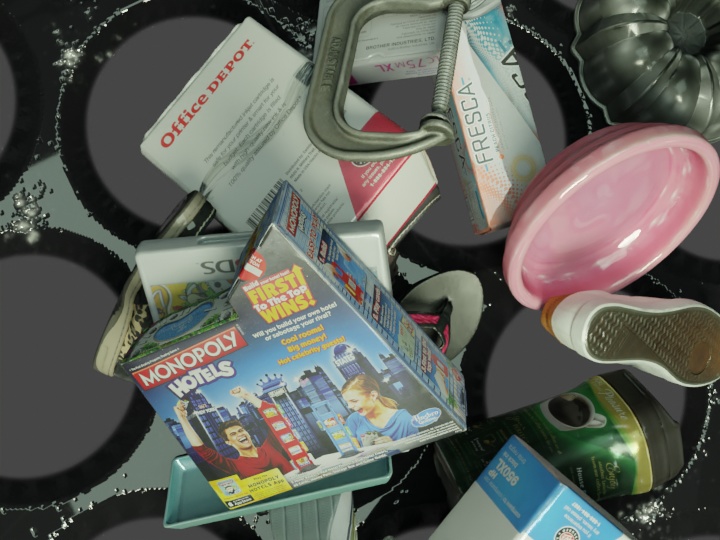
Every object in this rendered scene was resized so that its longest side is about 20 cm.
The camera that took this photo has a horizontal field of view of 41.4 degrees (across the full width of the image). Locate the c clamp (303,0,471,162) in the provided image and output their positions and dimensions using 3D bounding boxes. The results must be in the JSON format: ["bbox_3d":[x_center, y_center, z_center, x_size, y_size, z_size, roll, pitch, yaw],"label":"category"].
[{"bbox_3d":[0.044,-0.164,0.727,0.167,0.027,0.203,11,65,13],"label":"c clamp"}]

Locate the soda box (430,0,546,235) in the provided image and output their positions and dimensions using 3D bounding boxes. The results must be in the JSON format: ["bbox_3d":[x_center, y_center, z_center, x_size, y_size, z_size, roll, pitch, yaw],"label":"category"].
[{"bbox_3d":[0.111,-0.138,0.844,0.067,0.064,0.204,-15,88,-6],"label":"soda box"}]

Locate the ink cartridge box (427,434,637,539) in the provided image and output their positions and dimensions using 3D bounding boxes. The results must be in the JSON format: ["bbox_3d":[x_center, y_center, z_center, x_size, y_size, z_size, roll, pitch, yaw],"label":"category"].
[{"bbox_3d":[0.112,0.252,0.716,0.144,0.084,0.201,40,91,-26],"label":"ink cartridge box"}]

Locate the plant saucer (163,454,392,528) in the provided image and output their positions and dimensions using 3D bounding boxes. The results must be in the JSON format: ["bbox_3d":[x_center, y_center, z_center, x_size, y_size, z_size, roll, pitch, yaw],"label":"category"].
[{"bbox_3d":[-0.067,0.167,0.790,0.196,0.071,0.019,-15,130,10],"label":"plant saucer"}]

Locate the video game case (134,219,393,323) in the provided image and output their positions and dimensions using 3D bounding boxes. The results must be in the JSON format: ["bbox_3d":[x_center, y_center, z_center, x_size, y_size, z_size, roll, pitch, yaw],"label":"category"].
[{"bbox_3d":[-0.060,0.061,0.717,0.178,0.023,0.203,-5,122,7],"label":"video game case"}]

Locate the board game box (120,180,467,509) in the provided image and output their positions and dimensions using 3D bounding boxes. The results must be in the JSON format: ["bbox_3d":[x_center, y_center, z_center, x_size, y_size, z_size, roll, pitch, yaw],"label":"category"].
[{"bbox_3d":[-0.053,0.051,0.662,0.197,0.062,0.202,-21,118,16],"label":"board game box"}]

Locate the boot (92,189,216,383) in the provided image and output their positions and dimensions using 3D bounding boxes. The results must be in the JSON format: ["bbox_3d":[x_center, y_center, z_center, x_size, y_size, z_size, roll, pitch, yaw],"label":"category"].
[{"bbox_3d":[-0.121,0.045,0.772,0.149,0.074,0.201,31,122,-6],"label":"boot"}]

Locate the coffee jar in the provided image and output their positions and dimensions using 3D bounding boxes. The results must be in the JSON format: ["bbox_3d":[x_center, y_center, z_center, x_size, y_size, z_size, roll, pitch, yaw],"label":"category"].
[{"bbox_3d":[0.167,0.158,0.807,0.196,0.105,0.087,-19,116,-5],"label":"coffee jar"}]

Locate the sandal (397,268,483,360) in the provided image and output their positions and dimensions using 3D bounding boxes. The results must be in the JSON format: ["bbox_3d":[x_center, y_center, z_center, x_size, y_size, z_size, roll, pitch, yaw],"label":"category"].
[{"bbox_3d":[0.032,0.072,0.819,0.198,0.045,0.076,-34,103,-14],"label":"sandal"}]

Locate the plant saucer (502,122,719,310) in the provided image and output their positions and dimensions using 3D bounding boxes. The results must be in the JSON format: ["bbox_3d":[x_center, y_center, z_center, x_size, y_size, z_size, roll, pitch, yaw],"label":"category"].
[{"bbox_3d":[0.202,-0.049,0.797,0.197,0.202,0.051,-25,56,-7],"label":"plant saucer"}]

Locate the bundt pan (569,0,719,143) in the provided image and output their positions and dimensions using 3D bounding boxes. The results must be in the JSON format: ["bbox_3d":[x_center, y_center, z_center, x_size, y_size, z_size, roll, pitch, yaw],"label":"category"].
[{"bbox_3d":[0.295,-0.216,0.860,0.197,0.076,0.207,0,86,-4],"label":"bundt pan"}]

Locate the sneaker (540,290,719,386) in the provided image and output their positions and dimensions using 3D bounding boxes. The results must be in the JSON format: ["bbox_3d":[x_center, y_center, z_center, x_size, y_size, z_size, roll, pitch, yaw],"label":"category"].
[{"bbox_3d":[0.244,0.050,0.839,0.197,0.084,0.074,15,95,-30],"label":"sneaker"}]

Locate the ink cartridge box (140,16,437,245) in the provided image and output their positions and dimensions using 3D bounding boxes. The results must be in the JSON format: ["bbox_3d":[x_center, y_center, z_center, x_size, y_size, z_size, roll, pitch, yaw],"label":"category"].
[{"bbox_3d":[-0.059,-0.086,0.778,0.199,0.084,0.145,39,86,23],"label":"ink cartridge box"}]

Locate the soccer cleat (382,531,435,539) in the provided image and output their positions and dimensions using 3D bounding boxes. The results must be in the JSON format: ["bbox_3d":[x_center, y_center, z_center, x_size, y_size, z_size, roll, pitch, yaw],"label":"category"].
[{"bbox_3d":[0.105,0.258,0.816,0.196,0.087,0.071,9,120,-24],"label":"soccer cleat"}]

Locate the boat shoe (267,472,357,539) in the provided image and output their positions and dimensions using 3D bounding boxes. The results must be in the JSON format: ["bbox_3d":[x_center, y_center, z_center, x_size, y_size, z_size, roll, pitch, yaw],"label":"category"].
[{"bbox_3d":[-0.036,0.227,0.777,0.070,0.063,0.203,-12,46,13],"label":"boat shoe"}]

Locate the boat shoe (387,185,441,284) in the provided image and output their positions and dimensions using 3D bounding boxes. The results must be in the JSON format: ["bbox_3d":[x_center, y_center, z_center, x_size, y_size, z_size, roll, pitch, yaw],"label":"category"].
[{"bbox_3d":[0.000,0.000,0.824,0.200,0.072,0.065,-44,97,-4],"label":"boat shoe"}]

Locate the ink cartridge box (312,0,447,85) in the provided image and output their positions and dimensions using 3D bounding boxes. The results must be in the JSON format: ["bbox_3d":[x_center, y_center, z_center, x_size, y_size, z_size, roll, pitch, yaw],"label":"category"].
[{"bbox_3d":[0.026,-0.259,0.819,0.117,0.042,0.205,-3,71,21],"label":"ink cartridge box"}]
